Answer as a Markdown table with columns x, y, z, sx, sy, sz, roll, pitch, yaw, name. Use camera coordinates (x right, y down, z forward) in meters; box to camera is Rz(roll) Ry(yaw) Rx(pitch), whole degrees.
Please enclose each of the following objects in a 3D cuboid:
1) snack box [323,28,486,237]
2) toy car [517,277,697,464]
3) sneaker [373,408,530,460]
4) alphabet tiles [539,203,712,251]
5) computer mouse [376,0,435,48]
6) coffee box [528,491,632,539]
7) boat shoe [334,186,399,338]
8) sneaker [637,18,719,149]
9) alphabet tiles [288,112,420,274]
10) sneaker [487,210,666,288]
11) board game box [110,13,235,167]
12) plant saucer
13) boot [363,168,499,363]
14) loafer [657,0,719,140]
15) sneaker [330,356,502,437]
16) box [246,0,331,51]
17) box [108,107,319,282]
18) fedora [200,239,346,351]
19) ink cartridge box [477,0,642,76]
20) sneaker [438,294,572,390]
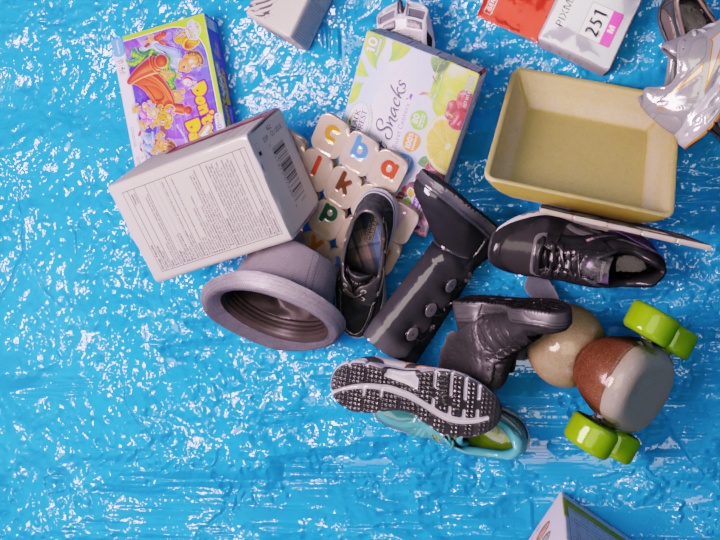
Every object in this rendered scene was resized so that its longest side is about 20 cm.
| x | y | z | sx | sy | sz | roll | pitch | yaw | name |
| --- | --- | --- | --- | --- | --- | --- | --- | --- | --- |
| 0.049 | -0.161 | 0.983 | 0.140 | 0.053 | 0.204 | 23 | 116 | 12 | snack box |
| 0.250 | 0.094 | 0.963 | 0.198 | 0.157 | 0.167 | 32 | 96 | 38 | toy car |
| 0.107 | 0.177 | 1.001 | 0.195 | 0.080 | 0.080 | 13 | 95 | 12 | sneaker |
| 0.273 | -0.050 | 0.894 | 0.163 | 0.200 | 0.008 | 14 | 98 | 11 | alphabet tiles |
| 0.052 | -0.281 | 1.001 | 0.107 | 0.044 | 0.205 | 0 | 105 | 17 | computer mouse |
| 0.254 | 0.408 | 0.920 | 0.198 | 0.198 | 0.202 | 33 | 99 | 8 | coffee box |
| 0.000 | 0.000 | 0.994 | 0.067 | 0.057 | 0.204 | 17 | 120 | 12 | boat shoe |
| 0.370 | -0.235 | 0.872 | 0.091 | 0.076 | 0.202 | 35 | 100 | 10 | sneaker |
| -0.030 | -0.082 | 1.007 | 0.197 | 0.015 | 0.198 | 32 | 123 | 5 | alphabet tiles |
| 0.243 | -0.019 | 0.935 | 0.194 | 0.088 | 0.078 | 2 | 107 | -2 | sneaker |
| -0.233 | -0.208 | 1.073 | 0.131 | 0.045 | 0.205 | -12 | 90 | 12 | board game box |
| 0.247 | -0.133 | 0.931 | 0.195 | 0.049 | 0.203 | 12 | 51 | 11 | plant saucer |
| 0.066 | 0.003 | 0.972 | 0.201 | 0.164 | 0.066 | -50 | 40 | 10 | boot |
| 0.394 | -0.222 | 0.931 | 0.071 | 0.063 | 0.203 | -31 | 86 | 11 | loafer |
| 0.068 | 0.134 | 0.963 | 0.195 | 0.080 | 0.076 | 14 | 100 | 11 | sneaker |
| -0.057 | -0.378 | 1.011 | 0.067 | 0.082 | 0.203 | 28 | 96 | 10 | box |
| -0.168 | -0.087 | 0.978 | 0.196 | 0.109 | 0.130 | -15 | 112 | 23 | box |
| -0.095 | 0.021 | 1.009 | 0.174 | 0.199 | 0.092 | 26 | 65 | -17 | fedora |
| 0.251 | -0.357 | 0.967 | 0.171 | 0.044 | 0.204 | 26 | 97 | 8 | ink cartridge box |
| 0.160 | 0.085 | 0.941 | 0.198 | 0.059 | 0.107 | 4 | 102 | 53 | sneaker |
